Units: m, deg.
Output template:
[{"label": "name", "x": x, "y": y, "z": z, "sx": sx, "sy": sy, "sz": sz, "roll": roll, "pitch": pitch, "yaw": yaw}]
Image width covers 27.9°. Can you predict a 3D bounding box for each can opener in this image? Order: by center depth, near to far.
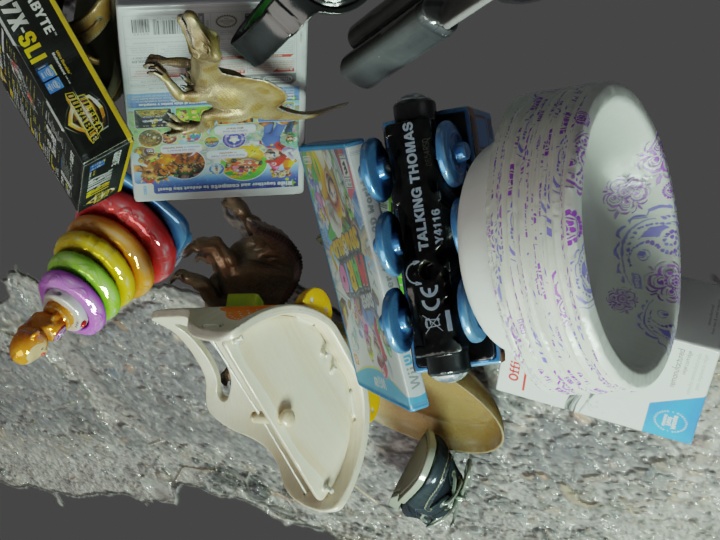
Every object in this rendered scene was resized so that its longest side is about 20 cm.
[{"label": "can opener", "x": 0.062, "y": -0.172, "z": 0.985, "sx": 0.066, "sy": 0.054, "sz": 0.199, "roll": 24, "pitch": 154, "yaw": -24}]

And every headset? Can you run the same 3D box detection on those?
[{"label": "headset", "x": -0.003, "y": -0.205, "z": 0.957, "sx": 0.094, "sy": 0.124, "sz": 0.200, "roll": 40, "pitch": 118, "yaw": -13}]

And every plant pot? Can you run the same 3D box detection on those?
[{"label": "plant pot", "x": 0.040, "y": 0.099, "z": 1.274, "sx": 0.198, "sy": 0.028, "sz": 0.201, "roll": 24, "pitch": 157, "yaw": 11}]

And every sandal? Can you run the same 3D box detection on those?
[{"label": "sandal", "x": -0.211, "y": -0.213, "z": 1.129, "sx": 0.081, "sy": 0.053, "sz": 0.201, "roll": 55, "pitch": 147, "yaw": 26}]

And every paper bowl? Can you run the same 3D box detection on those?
[{"label": "paper bowl", "x": 0.135, "y": -0.019, "z": 0.963, "sx": 0.103, "sy": 0.202, "sz": 0.202, "roll": -5, "pitch": 128, "yaw": 29}]

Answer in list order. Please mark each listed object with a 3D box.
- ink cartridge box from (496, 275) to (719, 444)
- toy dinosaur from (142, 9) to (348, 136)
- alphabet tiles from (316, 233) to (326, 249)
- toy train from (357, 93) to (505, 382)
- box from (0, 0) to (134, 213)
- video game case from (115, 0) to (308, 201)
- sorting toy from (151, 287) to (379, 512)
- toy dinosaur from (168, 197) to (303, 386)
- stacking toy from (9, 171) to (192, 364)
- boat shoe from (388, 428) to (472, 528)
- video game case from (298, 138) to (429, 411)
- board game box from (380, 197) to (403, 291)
[{"label": "ink cartridge box", "x": 0.171, "y": 0.049, "z": 1.104, "sx": 0.197, "sy": 0.067, "sz": 0.117, "roll": 15, "pitch": 139, "yaw": 12}, {"label": "toy dinosaur", "x": -0.093, "y": -0.126, "z": 1.056, "sx": 0.100, "sy": 0.059, "sz": 0.199, "roll": -1, "pitch": 167, "yaw": 28}, {"label": "alphabet tiles", "x": 0.076, "y": 0.007, "z": 1.188, "sx": 0.167, "sy": 0.008, "sz": 0.199, "roll": 47, "pitch": 144, "yaw": -19}, {"label": "toy train", "x": 0.060, "y": -0.023, "z": 1.030, "sx": 0.086, "sy": 0.114, "sz": 0.203, "roll": -9, "pitch": 87, "yaw": 25}, {"label": "box", "x": -0.244, "y": -0.141, "z": 1.157, "sx": 0.161, "sy": 0.049, "sz": 0.200, "roll": 61, "pitch": 165, "yaw": 2}, {"label": "video game case", "x": -0.113, "y": -0.133, "z": 1.130, "sx": 0.141, "sy": 0.018, "sz": 0.201, "roll": -3, "pitch": 138, "yaw": -7}, {"label": "sorting toy", "x": -0.095, "y": 0.087, "z": 1.227, "sx": 0.178, "sy": 0.107, "sz": 0.201, "roll": 5, "pitch": 134, "yaw": 43}, {"label": "toy dinosaur", "x": -0.089, "y": 0.013, "z": 1.274, "sx": 0.135, "sy": 0.086, "sz": 0.201, "roll": 35, "pitch": 138, "yaw": 1}, {"label": "stacking toy", "x": -0.247, "y": 0.012, "z": 1.294, "sx": 0.109, "sy": 0.201, "sz": 0.116, "roll": 36, "pitch": 142, "yaw": -2}, {"label": "boat shoe", "x": 0.067, "y": 0.198, "z": 1.325, "sx": 0.061, "sy": 0.075, "sz": 0.200, "roll": 27, "pitch": 159, "yaw": 4}, {"label": "video game case", "x": 0.000, "y": 0.000, "z": 1.111, "sx": 0.143, "sy": 0.018, "sz": 0.203, "roll": -168, "pitch": 62, "yaw": -73}, {"label": "board game box", "x": 0.043, "y": 0.004, "z": 1.182, "sx": 0.094, "sy": 0.030, "sz": 0.201, "roll": 21, "pitch": 142, "yaw": 17}]
